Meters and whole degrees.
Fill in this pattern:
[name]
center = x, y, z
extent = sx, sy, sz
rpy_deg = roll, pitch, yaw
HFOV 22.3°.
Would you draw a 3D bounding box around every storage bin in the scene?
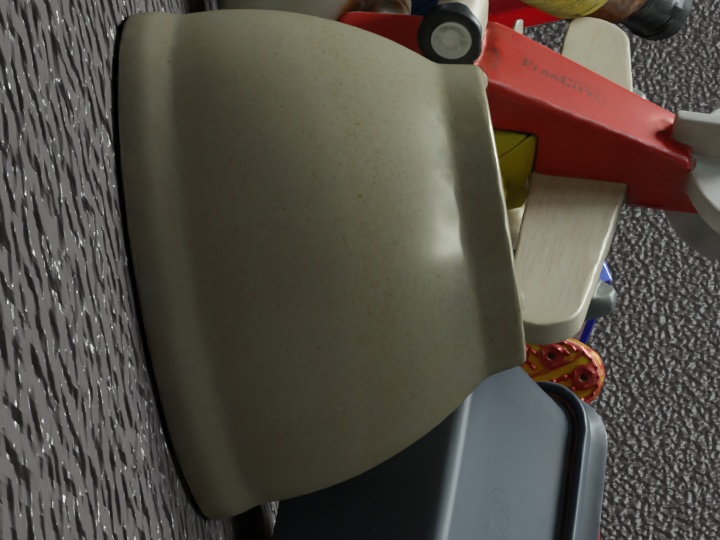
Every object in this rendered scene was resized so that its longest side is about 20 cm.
[storage bin]
center = 0.018, 0.118, 0.825
extent = 0.134, 0.145, 0.201
rpy_deg = 53, 43, -52

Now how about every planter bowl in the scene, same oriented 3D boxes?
[planter bowl]
center = -0.008, -0.012, 0.717
extent = 0.200, 0.134, 0.201
rpy_deg = -10, 90, -87

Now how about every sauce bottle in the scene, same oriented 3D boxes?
[sauce bottle]
center = 0.112, -0.165, 0.973
extent = 0.200, 0.066, 0.066
rpy_deg = 17, 59, -51

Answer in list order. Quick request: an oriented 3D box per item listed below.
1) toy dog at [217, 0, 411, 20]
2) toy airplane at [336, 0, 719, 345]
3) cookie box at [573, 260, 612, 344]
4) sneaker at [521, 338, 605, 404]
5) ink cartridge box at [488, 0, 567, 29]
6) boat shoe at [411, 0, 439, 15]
[toy dog]
center = -0.025, -0.186, 0.934
extent = 0.194, 0.139, 0.201
rpy_deg = -22, 105, -68
[toy airplane]
center = 0.094, -0.049, 0.873
extent = 0.199, 0.199, 0.141
rpy_deg = 55, -46, 28
[cookie box]
center = 0.097, -0.015, 1.262
extent = 0.200, 0.075, 0.172
rpy_deg = 98, -23, -62
[sneaker]
center = 0.064, 0.079, 1.198
extent = 0.077, 0.199, 0.073
rpy_deg = -32, 107, -71
[ink cartridge box]
center = 0.030, -0.192, 1.100
extent = 0.176, 0.199, 0.084
rpy_deg = -122, -160, -67
[boat shoe]
center = 0.049, -0.085, 0.997
extent = 0.072, 0.072, 0.201
rpy_deg = -19, -120, 53
